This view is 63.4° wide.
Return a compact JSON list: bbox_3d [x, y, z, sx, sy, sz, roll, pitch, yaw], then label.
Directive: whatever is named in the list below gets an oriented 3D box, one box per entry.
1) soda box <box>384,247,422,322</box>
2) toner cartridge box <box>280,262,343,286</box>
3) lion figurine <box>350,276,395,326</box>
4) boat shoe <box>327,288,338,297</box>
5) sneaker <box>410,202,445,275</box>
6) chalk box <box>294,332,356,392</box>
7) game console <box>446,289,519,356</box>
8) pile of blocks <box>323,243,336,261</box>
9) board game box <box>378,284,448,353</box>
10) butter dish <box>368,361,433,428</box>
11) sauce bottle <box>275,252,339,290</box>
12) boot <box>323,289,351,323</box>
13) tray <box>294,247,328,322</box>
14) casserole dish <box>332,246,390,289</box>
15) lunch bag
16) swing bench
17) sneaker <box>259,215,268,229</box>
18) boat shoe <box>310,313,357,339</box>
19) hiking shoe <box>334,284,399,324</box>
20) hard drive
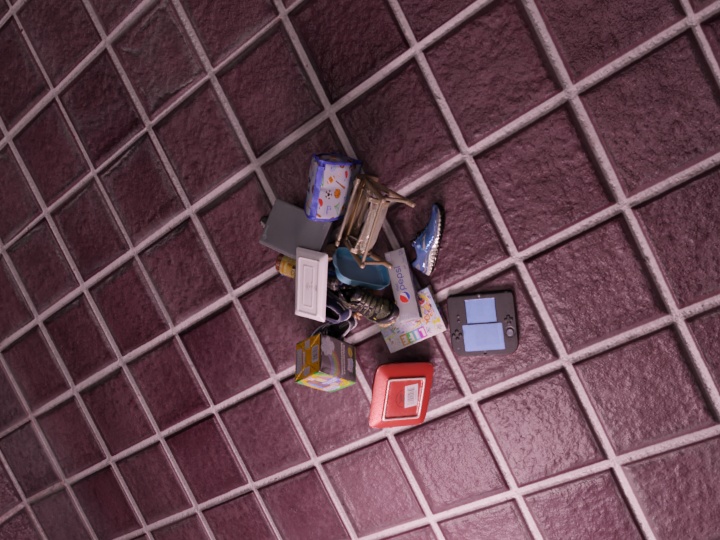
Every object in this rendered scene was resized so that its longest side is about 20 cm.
[{"bbox_3d":[0.125,0.044,1.677,0.061,0.068,0.208,-14,81,13],"label":"soda box"},{"bbox_3d":[-0.138,0.001,1.787,0.193,0.095,0.045,11,105,18],"label":"toner cartridge box"},{"bbox_3d":[0.033,0.076,1.731,0.119,0.072,0.207,-20,69,13],"label":"lion figurine"},{"bbox_3d":[-0.101,0.069,1.800,0.194,0.073,0.067,18,114,17],"label":"boat shoe"},{"bbox_3d":[0.185,-0.093,1.649,0.086,0.078,0.207,17,108,13],"label":"sneaker"},{"bbox_3d":[-0.092,0.291,1.792,0.122,0.197,0.129,-26,52,36],"label":"chalk box"},{"bbox_3d":[0.349,0.153,1.669,0.193,0.031,0.184,-6,101,22],"label":"game console"},{"bbox_3d":[-0.133,-0.060,1.765,0.198,0.061,0.085,29,117,46],"label":"pile of blocks"},{"bbox_3d":[0.148,0.147,1.742,0.196,0.034,0.138,-26,92,24],"label":"board game box"},{"bbox_3d":[0.103,0.351,1.756,0.192,0.148,0.208,2,105,-22],"label":"butter dish"},{"bbox_3d":[-0.155,0.005,1.707,0.194,0.066,0.068,19,109,18],"label":"sauce bottle"},{"bbox_3d":[-0.121,0.089,1.729,0.195,0.090,0.075,25,103,16],"label":"boot"},{"bbox_3d":[-0.145,0.044,1.659,0.104,0.022,0.208,12,110,22],"label":"tray"},{"bbox_3d":[0.000,0.000,1.695,0.194,0.124,0.039,13,135,-26],"label":"casserole dish"},{"bbox_3d":[-0.090,-0.239,1.654,0.120,0.200,0.176,17,109,15],"label":"lunch bag"},{"bbox_3d":[0.022,-0.141,1.633,0.199,0.127,0.205,39,117,43],"label":"swing bench"},{"bbox_3d":[-0.235,-0.149,1.789,0.197,0.065,0.093,27,99,42],"label":"sneaker"},{"bbox_3d":[-0.096,0.202,1.831,0.197,0.068,0.073,-31,91,24],"label":"boat shoe"},{"bbox_3d":[0.015,0.093,1.638,0.194,0.101,0.078,15,76,27],"label":"hiking shoe"},{"bbox_3d":[-0.188,-0.109,1.697,0.195,0.033,0.144,23,88,19],"label":"hard drive"}]
